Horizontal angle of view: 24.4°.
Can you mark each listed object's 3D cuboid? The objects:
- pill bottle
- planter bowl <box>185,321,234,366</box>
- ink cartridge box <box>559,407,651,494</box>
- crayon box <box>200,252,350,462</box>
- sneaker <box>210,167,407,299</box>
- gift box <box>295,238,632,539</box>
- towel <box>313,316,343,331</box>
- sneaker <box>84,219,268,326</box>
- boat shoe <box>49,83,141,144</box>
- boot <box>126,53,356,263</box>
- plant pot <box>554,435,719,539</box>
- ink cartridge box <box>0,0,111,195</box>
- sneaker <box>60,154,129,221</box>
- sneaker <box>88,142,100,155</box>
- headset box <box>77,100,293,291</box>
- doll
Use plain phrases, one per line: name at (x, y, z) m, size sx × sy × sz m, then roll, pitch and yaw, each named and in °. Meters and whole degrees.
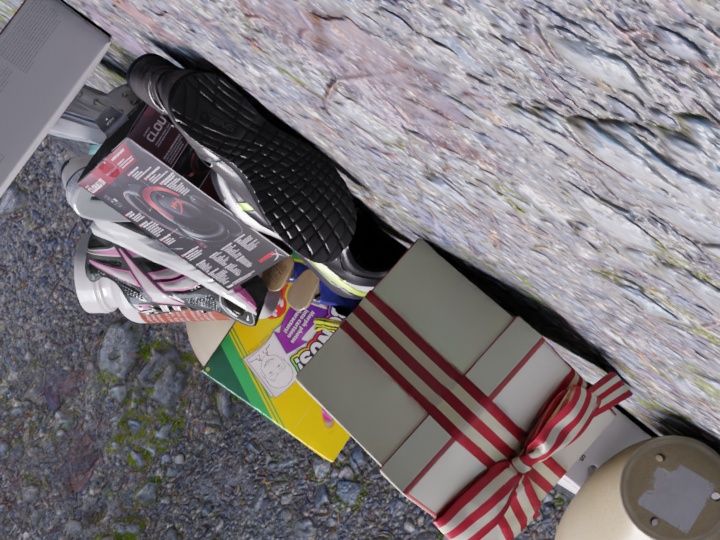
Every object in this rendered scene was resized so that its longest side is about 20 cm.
pill bottle at (-0.190, -0.002, 1.731) m, size 0.199 × 0.113 × 0.112 m, roll -3°, pitch 166°, yaw 11°
planter bowl at (-0.090, 0.035, 1.916) m, size 0.200 × 0.200 × 0.135 m, roll 35°, pitch 151°, yaw -3°
ink cartridge box at (0.202, 0.162, 1.635) m, size 0.146 × 0.084 × 0.200 m, roll 38°, pitch 175°, yaw -25°
crayon box at (-0.047, 0.077, 1.806) m, size 0.172 × 0.200 × 0.058 m, roll 35°, pitch 173°, yaw -3°
sneaker at (-0.034, -0.052, 1.410) m, size 0.200 × 0.072 × 0.083 m, roll 37°, pitch 148°, yaw -24°
gift box at (0.096, 0.110, 1.364) m, size 0.187 × 0.185 × 0.200 m, roll 42°, pitch -175°, yaw 41°
towel at (0.007, 0.064, 1.648) m, size 0.086 × 0.018 × 0.200 m, roll 13°, pitch 178°, yaw -9°
sneaker at (-0.185, 0.011, 1.646) m, size 0.200 × 0.087 × 0.080 m, roll 28°, pitch -160°, yaw 16°
boat shoe at (-0.233, -0.151, 1.633) m, size 0.200 × 0.067 × 0.074 m, roll 14°, pitch 180°, yaw 26°
boot at (-0.091, -0.096, 1.311) m, size 0.200 × 0.070 × 0.132 m, roll 49°, pitch 172°, yaw -26°
plant pot at (0.260, 0.219, 1.408) m, size 0.187 × 0.187 × 0.200 m, roll 33°, pitch 161°, yaw 18°
ink cartridge box at (-0.319, -0.144, 1.504) m, size 0.084 × 0.200 × 0.176 m, roll 36°, pitch 174°, yaw -10°
sneaker at (-0.197, -0.081, 1.624) m, size 0.200 × 0.073 × 0.071 m, roll 11°, pitch -150°, yaw -34°
sneaker at (-0.211, -0.099, 1.801) m, size 0.200 × 0.086 × 0.078 m, roll 40°, pitch -178°, yaw 19°
headset box at (-0.155, -0.080, 1.508) m, size 0.200 × 0.075 × 0.149 m, roll 36°, pitch 153°, yaw -14°
doll at (-0.015, 0.023, 1.707) m, size 0.136 × 0.049 × 0.200 m, roll 37°, pitch -168°, yaw 36°
